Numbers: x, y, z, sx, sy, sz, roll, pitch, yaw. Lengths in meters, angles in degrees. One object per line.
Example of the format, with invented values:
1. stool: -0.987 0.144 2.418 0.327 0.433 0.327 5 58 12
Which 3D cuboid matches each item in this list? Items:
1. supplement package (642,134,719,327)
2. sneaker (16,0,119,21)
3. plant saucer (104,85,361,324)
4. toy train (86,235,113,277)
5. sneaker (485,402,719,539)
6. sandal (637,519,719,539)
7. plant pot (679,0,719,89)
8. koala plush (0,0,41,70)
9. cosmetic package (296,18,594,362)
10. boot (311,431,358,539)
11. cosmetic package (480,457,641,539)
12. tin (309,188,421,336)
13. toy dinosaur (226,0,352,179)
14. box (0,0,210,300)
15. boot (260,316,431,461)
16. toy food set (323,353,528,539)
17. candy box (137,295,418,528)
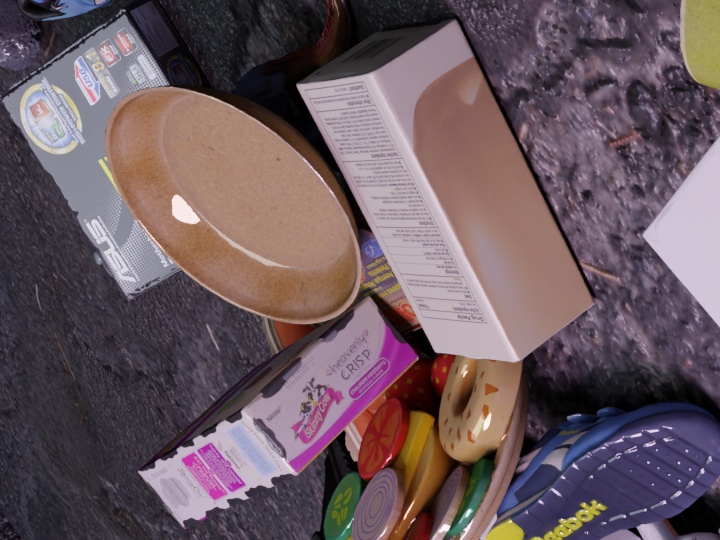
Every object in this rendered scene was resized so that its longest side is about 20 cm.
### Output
1. supplement package: 0.242 0.002 0.775 0.200 0.111 0.156 51 158 11
2. sneaker: -0.209 -0.225 1.402 0.078 0.090 0.200 57 157 -3
3. plant saucer: -0.077 -0.050 1.225 0.200 0.035 0.200 24 144 19
4. toy train: -0.204 -0.070 1.628 0.114 0.085 0.200 62 159 10
5. sneaker: 0.152 0.120 1.166 0.074 0.082 0.200 37 138 -15
6. sandal: 0.222 0.183 1.146 0.079 0.059 0.207 58 -179 -33
7. plant pot: 0.235 -0.106 0.590 0.200 0.187 0.187 28 148 22
8. koala plush: -0.408 -0.214 1.743 0.184 0.177 0.200 62 160 15
9. cosmetic package: 0.052 -0.047 1.143 0.105 0.071 0.200 5 126 61
10. boot: -0.019 0.223 1.470 0.079 0.158 0.211 26 -163 -10
11. cosmetic package: 0.130 0.182 1.310 0.200 0.051 0.083 32 157 50
12. tin: 0.000 0.000 1.307 0.112 0.042 0.200 40 155 -11
13. toy dinosaur: -0.051 -0.112 1.302 0.105 0.200 0.182 32 -166 -19
14. box: -0.175 -0.094 1.480 0.160 0.044 0.200 -26 99 36
15. boot: 0.003 0.065 1.421 0.200 0.075 0.107 50 142 20
16. toy food set: 0.047 0.125 1.259 0.049 0.198 0.200 25 169 -20
17. candy box: -0.062 0.105 1.337 0.061 0.136 0.200 50 148 -3
